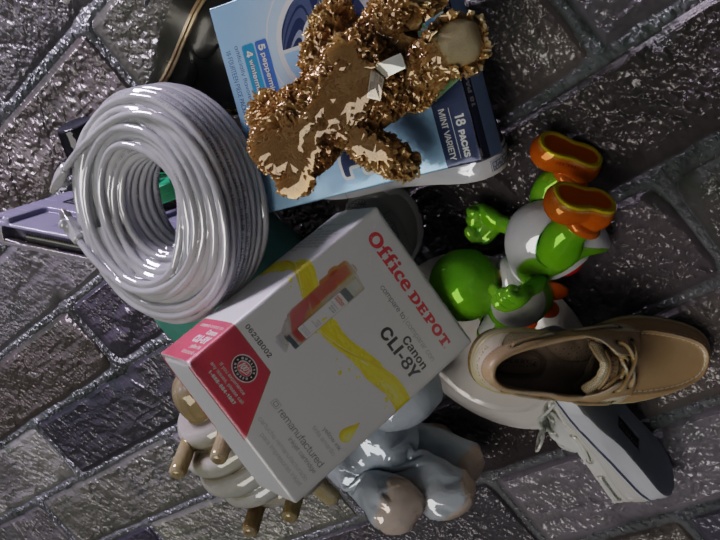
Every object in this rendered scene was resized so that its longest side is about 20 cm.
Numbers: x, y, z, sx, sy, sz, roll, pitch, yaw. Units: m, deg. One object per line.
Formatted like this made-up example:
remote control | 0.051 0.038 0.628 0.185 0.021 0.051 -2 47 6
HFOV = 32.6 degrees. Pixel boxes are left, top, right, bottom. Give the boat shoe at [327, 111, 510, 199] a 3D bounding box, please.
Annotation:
boat shoe | 0.022 -0.105 1.008 0.200 0.072 0.068 -2 124 34

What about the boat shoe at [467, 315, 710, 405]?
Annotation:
boat shoe | 0.188 0.077 0.969 0.065 0.200 0.071 -143 50 -78

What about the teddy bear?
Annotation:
teddy bear | 0.006 -0.136 0.892 0.145 0.067 0.200 37 110 10

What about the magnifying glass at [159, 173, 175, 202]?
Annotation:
magnifying glass | -0.163 -0.085 1.163 0.200 0.080 0.022 -11 114 30

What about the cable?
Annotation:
cable | -0.161 -0.054 1.024 0.200 0.069 0.200 54 132 15

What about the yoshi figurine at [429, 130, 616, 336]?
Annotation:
yoshi figurine | 0.117 -0.014 0.986 0.112 0.112 0.200 44 138 18

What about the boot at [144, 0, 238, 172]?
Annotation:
boot | -0.118 -0.141 1.077 0.138 0.077 0.200 30 133 6

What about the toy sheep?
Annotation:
toy sheep | -0.090 0.151 1.082 0.138 0.138 0.200 -12 130 42

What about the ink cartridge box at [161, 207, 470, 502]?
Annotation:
ink cartridge box | -0.033 0.063 0.990 0.145 0.200 0.083 54 161 -14

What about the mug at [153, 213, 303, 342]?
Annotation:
mug | -0.132 0.017 1.166 0.114 0.152 0.185 42 136 8

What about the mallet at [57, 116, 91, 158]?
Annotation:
mallet | -0.217 -0.134 1.197 0.200 0.041 0.066 -12 114 37

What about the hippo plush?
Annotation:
hippo plush | 0.031 0.134 1.169 0.200 0.159 0.161 21 118 46

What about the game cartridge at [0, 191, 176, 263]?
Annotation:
game cartridge | -0.261 -0.045 1.232 0.200 0.130 0.038 10 116 30

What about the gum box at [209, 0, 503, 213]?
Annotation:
gum box | -0.006 -0.148 0.951 0.200 0.045 0.170 -12 96 32

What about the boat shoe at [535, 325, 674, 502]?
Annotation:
boat shoe | 0.187 0.133 1.073 0.086 0.075 0.202 -24 121 34

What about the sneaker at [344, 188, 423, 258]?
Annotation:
sneaker | 0.000 0.000 1.105 0.075 0.082 0.200 29 137 14

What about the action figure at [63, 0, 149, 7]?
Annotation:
action figure | -0.234 -0.284 1.029 0.200 0.102 0.119 18 119 28

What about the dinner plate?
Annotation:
dinner plate | 0.118 0.072 1.123 0.200 0.024 0.200 20 135 22
